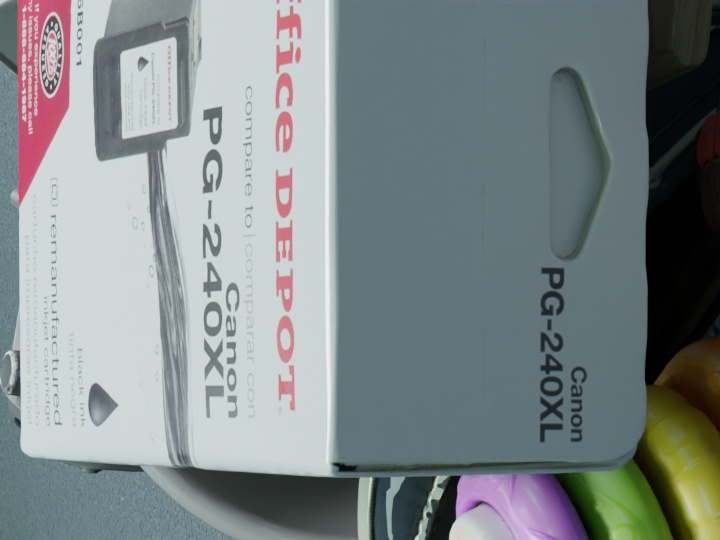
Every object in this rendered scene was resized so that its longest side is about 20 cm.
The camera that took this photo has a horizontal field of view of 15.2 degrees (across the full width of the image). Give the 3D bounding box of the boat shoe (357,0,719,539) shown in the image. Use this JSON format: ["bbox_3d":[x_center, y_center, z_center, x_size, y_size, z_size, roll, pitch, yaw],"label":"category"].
[{"bbox_3d":[0.066,0.020,0.754,0.062,0.075,0.201,43,107,46],"label":"boat shoe"}]

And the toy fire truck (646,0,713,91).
[{"bbox_3d":[0.070,-0.161,0.646,0.200,0.128,0.176,56,171,-6],"label":"toy fire truck"}]

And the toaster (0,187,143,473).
[{"bbox_3d":[-0.037,0.006,1.031,0.114,0.199,0.130,-154,68,-67],"label":"toaster"}]

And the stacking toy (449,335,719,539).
[{"bbox_3d":[0.064,0.076,0.686,0.110,0.199,0.116,-125,27,-49],"label":"stacking toy"}]

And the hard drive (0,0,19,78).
[{"bbox_3d":[-0.101,-0.138,0.917,0.132,0.026,0.201,42,-149,-54],"label":"hard drive"}]

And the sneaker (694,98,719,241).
[{"bbox_3d":[0.127,0.004,0.613,0.200,0.071,0.098,-166,84,-71],"label":"sneaker"}]

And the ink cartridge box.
[{"bbox_3d":[-0.015,-0.023,0.682,0.200,0.083,0.146,-6,84,63],"label":"ink cartridge box"}]

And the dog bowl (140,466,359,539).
[{"bbox_3d":[0.000,0.000,0.832,0.059,0.199,0.201,-56,-44,-74],"label":"dog bowl"}]
